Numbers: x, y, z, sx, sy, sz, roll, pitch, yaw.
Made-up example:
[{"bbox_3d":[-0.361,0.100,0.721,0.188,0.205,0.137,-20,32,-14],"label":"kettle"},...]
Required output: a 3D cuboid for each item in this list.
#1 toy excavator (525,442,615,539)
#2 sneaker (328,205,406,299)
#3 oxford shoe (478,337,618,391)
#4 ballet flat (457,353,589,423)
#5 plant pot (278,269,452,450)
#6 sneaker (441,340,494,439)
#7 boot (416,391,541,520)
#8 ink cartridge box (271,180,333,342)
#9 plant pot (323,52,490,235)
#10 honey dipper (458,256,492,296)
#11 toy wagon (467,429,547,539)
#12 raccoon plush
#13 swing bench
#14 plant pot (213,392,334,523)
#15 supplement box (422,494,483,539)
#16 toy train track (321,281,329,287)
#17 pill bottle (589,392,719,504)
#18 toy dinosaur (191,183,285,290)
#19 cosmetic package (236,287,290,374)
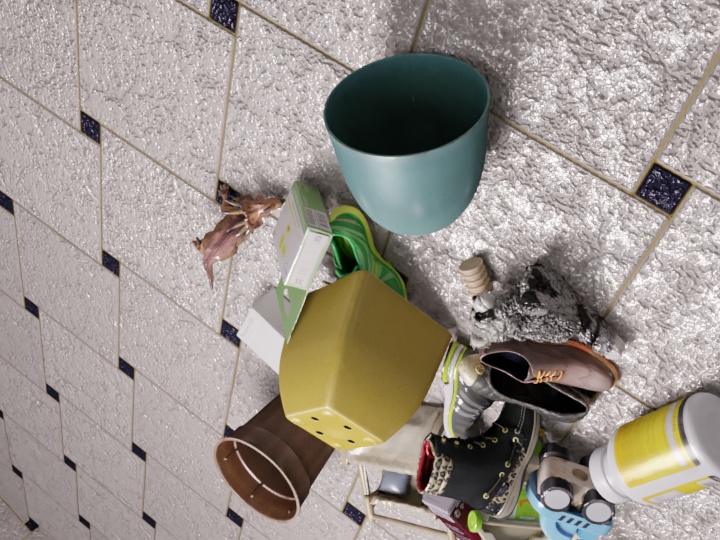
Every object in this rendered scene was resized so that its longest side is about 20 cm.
[{"bbox_3d":[0.330,0.386,1.232,0.192,0.100,0.202,18,120,0],"label":"toy excavator"},{"bbox_3d":[0.000,0.000,1.242,0.073,0.084,0.201,-13,117,44],"label":"sneaker"},{"bbox_3d":[0.259,0.137,1.133,0.197,0.073,0.072,16,129,11],"label":"oxford shoe"},{"bbox_3d":[0.236,0.164,1.166,0.197,0.067,0.057,20,161,-3],"label":"ballet flat"},{"bbox_3d":[-0.010,0.153,1.223,0.193,0.202,0.194,36,145,-25],"label":"plant pot"},{"bbox_3d":[0.176,0.206,1.274,0.080,0.074,0.202,11,130,28],"label":"sneaker"},{"bbox_3d":[0.175,0.251,1.191,0.152,0.207,0.073,18,175,-18],"label":"boot"},{"bbox_3d":[-0.106,-0.014,1.240,0.047,0.146,0.202,15,118,-23],"label":"ink cartridge box"},{"bbox_3d":[0.065,-0.144,1.006,0.198,0.201,0.162,19,144,27],"label":"plant pot"},{"bbox_3d":[0.192,0.074,1.181,0.038,0.038,0.202,-3,121,40],"label":"honey dipper"},{"bbox_3d":[0.252,0.342,1.275,0.153,0.204,0.040,10,179,-16],"label":"toy wagon"},{"bbox_3d":[0.237,0.089,1.093,0.200,0.097,0.134,44,127,2],"label":"raccoon plush"},{"bbox_3d":[0.084,0.339,1.407,0.197,0.130,0.202,-1,121,41],"label":"swing bench"},{"bbox_3d":[-0.139,0.330,1.531,0.198,0.198,0.203,22,133,25],"label":"plant pot"},{"bbox_3d":[0.194,0.391,1.328,0.060,0.109,0.200,8,146,49],"label":"supplement box"},{"bbox_3d":[-0.025,0.089,1.373,0.198,0.033,0.116,19,132,26],"label":"toy train track"},{"bbox_3d":[0.405,0.247,1.086,0.112,0.112,0.200,46,139,-1],"label":"pill bottle"},{"bbox_3d":[-0.216,-0.059,1.328,0.085,0.202,0.136,31,-176,-21],"label":"toy dinosaur"},{"bbox_3d":[-0.121,0.140,1.462,0.199,0.074,0.102,41,138,4],"label":"cosmetic package"}]
